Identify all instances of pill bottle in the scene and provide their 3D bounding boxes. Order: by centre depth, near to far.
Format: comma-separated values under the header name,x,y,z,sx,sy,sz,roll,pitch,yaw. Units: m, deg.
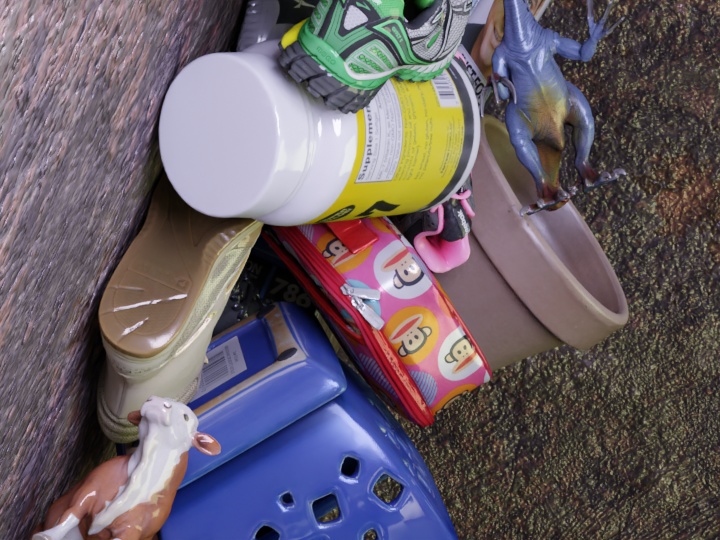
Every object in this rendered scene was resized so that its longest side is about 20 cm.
name,x,y,z,sx,sy,sz,roll,pitch,yaw
pill bottle,-0.024,-0.086,1.204,0.199,0.114,0.115,-8,126,-52

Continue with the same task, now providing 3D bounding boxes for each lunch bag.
name,x,y,z,sx,sy,sz,roll,pitch,yaw
lunch bag,0.000,0.000,1.378,0.082,0.200,0.177,-36,130,-5

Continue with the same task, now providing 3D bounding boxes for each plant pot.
name,x,y,z,sx,sy,sz,roll,pitch,yaw
plant pot,-0.066,0.144,1.392,0.199,0.181,0.200,-30,-162,0
plant pot,0.085,0.005,1.539,0.174,0.201,0.200,-35,-175,16

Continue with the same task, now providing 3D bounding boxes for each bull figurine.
name,x,y,z,sx,sy,sz,roll,pitch,yaw
bull figurine,-0.168,0.162,1.239,0.200,0.065,0.121,-52,175,38

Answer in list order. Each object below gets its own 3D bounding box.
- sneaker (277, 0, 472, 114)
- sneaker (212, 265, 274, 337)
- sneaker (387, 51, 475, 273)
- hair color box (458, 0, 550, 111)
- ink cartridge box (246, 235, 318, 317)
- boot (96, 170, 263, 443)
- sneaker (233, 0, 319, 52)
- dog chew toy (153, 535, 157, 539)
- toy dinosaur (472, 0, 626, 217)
name,x,y,z,sx,sy,sz,roll,pitch,yaw
sneaker,0.029,-0.156,1.157,0.085,0.078,0.200,-47,180,30
sneaker,-0.090,0.018,1.475,0.201,0.099,0.071,107,9,-50
sneaker,0.055,-0.070,1.359,0.078,0.096,0.201,-20,150,-13
hair color box,0.076,-0.184,1.448,0.201,0.060,0.099,-59,153,-7
ink cartridge box,-0.094,0.050,1.600,0.039,0.099,0.201,99,14,-71
boot,-0.112,0.007,1.288,0.156,0.072,0.201,106,10,-58
sneaker,-0.007,-0.161,1.327,0.199,0.129,0.080,-58,169,-69
dog chew toy,-0.146,0.203,1.701,0.201,0.124,0.125,-59,177,7
toy dinosaur,0.111,-0.134,1.407,0.104,0.183,0.200,-22,176,-18
